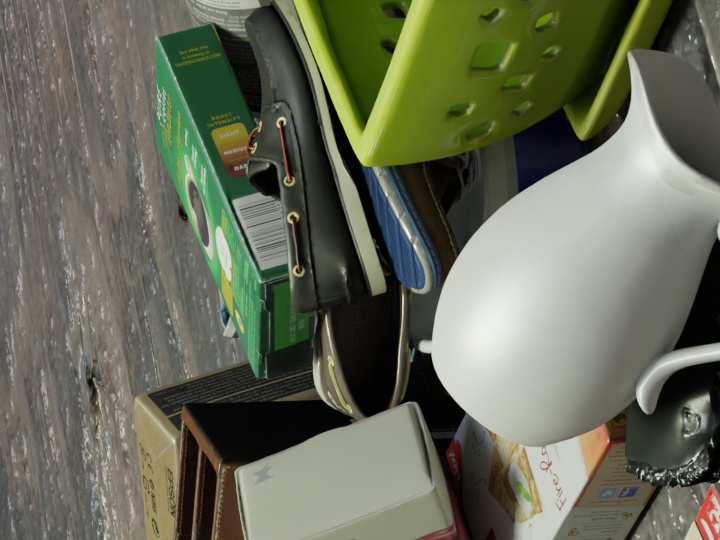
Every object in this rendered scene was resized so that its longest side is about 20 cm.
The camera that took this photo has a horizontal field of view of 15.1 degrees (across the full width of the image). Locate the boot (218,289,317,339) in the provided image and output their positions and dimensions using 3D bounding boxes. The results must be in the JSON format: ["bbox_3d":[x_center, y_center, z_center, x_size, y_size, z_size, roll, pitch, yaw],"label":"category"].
[{"bbox_3d":[-0.059,0.054,2.054,0.074,0.095,0.201,114,147,-47],"label":"boot"}]

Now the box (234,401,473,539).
[{"bbox_3d":[0.016,0.207,1.712,0.109,0.127,0.201,-104,-8,-62],"label":"box"}]

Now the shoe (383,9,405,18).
[{"bbox_3d":[0.005,-0.241,1.739,0.053,0.070,0.202,-16,75,45],"label":"shoe"}]

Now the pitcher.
[{"bbox_3d":[0.141,0.013,1.413,0.200,0.121,0.172,-51,62,24],"label":"pitcher"}]

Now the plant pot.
[{"bbox_3d":[0.078,-0.195,1.586,0.200,0.180,0.201,112,149,-43],"label":"plant pot"}]

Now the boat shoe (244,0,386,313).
[{"bbox_3d":[-0.040,-0.071,1.640,0.074,0.063,0.203,79,176,-71],"label":"boat shoe"}]

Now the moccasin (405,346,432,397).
[{"bbox_3d":[0.019,0.009,1.866,0.080,0.068,0.201,45,159,57],"label":"moccasin"}]

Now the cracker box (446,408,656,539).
[{"bbox_3d":[0.121,0.107,1.660,0.201,0.057,0.135,112,148,-46],"label":"cracker box"}]

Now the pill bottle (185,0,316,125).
[{"bbox_3d":[-0.055,-0.173,1.806,0.201,0.116,0.117,72,176,-47],"label":"pill bottle"}]

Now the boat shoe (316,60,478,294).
[{"bbox_3d":[0.032,-0.070,1.630,0.073,0.072,0.201,87,166,-47],"label":"boat shoe"}]

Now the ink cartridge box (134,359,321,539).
[{"bbox_3d":[-0.070,0.167,1.949,0.075,0.164,0.201,40,141,52],"label":"ink cartridge box"}]

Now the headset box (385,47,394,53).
[{"bbox_3d":[-0.020,-0.081,1.978,0.149,0.074,0.202,146,120,-64],"label":"headset box"}]

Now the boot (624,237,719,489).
[{"bbox_3d":[0.169,0.036,1.518,0.198,0.073,0.164,3,92,62],"label":"boot"}]

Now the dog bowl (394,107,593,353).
[{"bbox_3d":[0.074,-0.049,1.741,0.200,0.078,0.202,178,90,-68],"label":"dog bowl"}]

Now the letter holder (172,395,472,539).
[{"bbox_3d":[-0.017,0.170,1.813,0.101,0.198,0.143,-134,46,-63],"label":"letter holder"}]

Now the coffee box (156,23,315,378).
[{"bbox_3d":[-0.081,-0.046,1.746,0.123,0.044,0.201,94,155,-57],"label":"coffee box"}]

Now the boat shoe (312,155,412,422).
[{"bbox_3d":[0.000,0.000,1.729,0.059,0.071,0.202,-145,51,-67],"label":"boat shoe"}]

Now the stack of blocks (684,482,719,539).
[{"bbox_3d":[0.203,0.223,1.463,0.116,0.058,0.201,-113,31,-43],"label":"stack of blocks"}]
